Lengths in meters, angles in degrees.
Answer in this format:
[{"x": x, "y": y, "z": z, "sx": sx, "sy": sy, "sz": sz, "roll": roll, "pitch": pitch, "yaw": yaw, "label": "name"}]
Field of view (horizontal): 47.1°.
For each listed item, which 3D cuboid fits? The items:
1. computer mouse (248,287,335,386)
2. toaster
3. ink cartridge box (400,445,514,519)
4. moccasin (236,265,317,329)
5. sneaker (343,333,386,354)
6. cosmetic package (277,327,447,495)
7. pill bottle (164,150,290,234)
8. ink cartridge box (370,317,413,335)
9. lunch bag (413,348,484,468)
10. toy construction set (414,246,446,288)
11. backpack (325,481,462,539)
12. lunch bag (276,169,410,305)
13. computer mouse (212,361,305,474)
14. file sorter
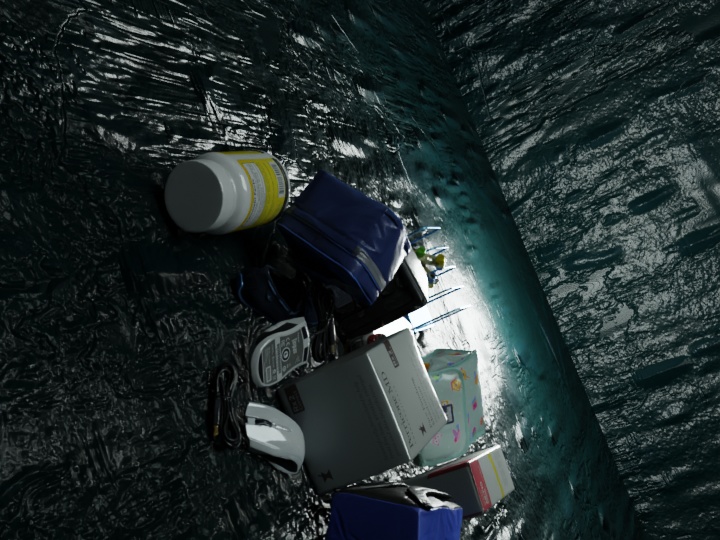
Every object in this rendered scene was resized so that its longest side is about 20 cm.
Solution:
[{"x": -0.104, "y": 0.102, "z": 1.191, "sx": 0.199, "sy": 0.043, "sz": 0.112, "roll": -24, "pitch": 119, "yaw": -53, "label": "computer mouse"}, {"x": 0.000, "y": 0.000, "z": 1.427, "sx": 0.202, "sy": 0.178, "sz": 0.119, "roll": 58, "pitch": 17, "yaw": -15, "label": "toaster"}, {"x": 0.161, "y": 0.365, "z": 1.384, "sx": 0.199, "sy": 0.143, "sz": 0.085, "roll": 7, "pitch": 62, "yaw": -65, "label": "ink cartridge box"}, {"x": -0.110, "y": 0.047, "z": 1.265, "sx": 0.199, "sy": 0.067, "sz": 0.082, "roll": 27, "pitch": 44, "yaw": -59, "label": "moccasin"}, {"x": 0.023, "y": 0.202, "z": 1.411, "sx": 0.078, "sy": 0.081, "sz": 0.205, "roll": -33, "pitch": 115, "yaw": -57, "label": "sneaker"}, {"x": 0.008, "y": 0.207, "z": 1.247, "sx": 0.168, "sy": 0.163, "sz": 0.199, "roll": 66, "pitch": 22, "yaw": 2, "label": "cosmetic package"}, {"x": -0.189, "y": -0.113, "z": 1.187, "sx": 0.116, "sy": 0.113, "sz": 0.199, "roll": 65, "pitch": 22, "yaw": 1, "label": "pill bottle"}, {"x": 0.051, "y": 0.149, "z": 1.574, "sx": 0.200, "sy": 0.043, "sz": 0.200, "roll": 47, "pitch": 28, "yaw": -46, "label": "ink cartridge box"}, {"x": 0.144, "y": 0.245, "z": 1.500, "sx": 0.199, "sy": 0.120, "sz": 0.175, "roll": -17, "pitch": 103, "yaw": -59, "label": "lunch bag"}, {"x": 0.060, "y": -0.021, "z": 1.627, "sx": 0.131, "sy": 0.198, "sz": 0.093, "roll": -41, "pitch": 141, "yaw": -25, "label": "toy construction set"}, {"x": 0.050, "y": 0.388, "z": 1.181, "sx": 0.199, "sy": 0.159, "sz": 0.172, "roll": 19, "pitch": 81, "yaw": -62, "label": "backpack"}, {"x": -0.037, "y": -0.046, "z": 1.268, "sx": 0.198, "sy": 0.133, "sz": 0.136, "roll": 31, "pitch": -16, "yaw": 29, "label": "lunch bag"}, {"x": -0.125, "y": 0.208, "z": 1.101, "sx": 0.200, "sy": 0.043, "sz": 0.111, "roll": 42, "pitch": 31, "yaw": -45, "label": "computer mouse"}, {"x": 0.145, "y": 0.017, "z": 1.814, "sx": 0.138, "sy": 0.121, "sz": 0.204, "roll": -5, "pitch": 72, "yaw": -66, "label": "file sorter"}]
